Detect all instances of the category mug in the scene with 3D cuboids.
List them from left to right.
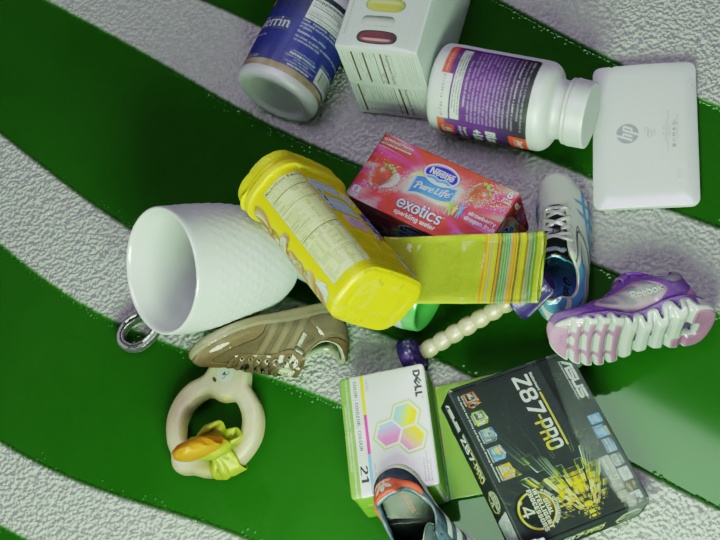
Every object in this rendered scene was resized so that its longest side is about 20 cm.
[{"bbox_3d":[-0.178,0.009,1.713,0.200,0.174,0.148,-53,58,38],"label":"mug"}]

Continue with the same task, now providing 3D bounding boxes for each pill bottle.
[{"bbox_3d":[-0.071,-0.308,1.889,0.115,0.116,0.202,18,70,21],"label":"pill bottle"},{"bbox_3d":[0.191,-0.211,1.777,0.198,0.112,0.112,14,69,20],"label":"pill bottle"}]

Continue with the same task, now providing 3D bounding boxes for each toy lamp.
[{"bbox_3d":[0.135,0.057,1.662,0.199,0.058,0.059,-30,59,21],"label":"toy lamp"}]

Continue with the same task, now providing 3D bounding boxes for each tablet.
[{"bbox_3d":[0.351,-0.167,1.770,0.128,0.014,0.202,-2,64,14],"label":"tablet"}]

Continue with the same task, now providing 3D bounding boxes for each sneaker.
[{"bbox_3d":[-0.103,0.094,1.699,0.198,0.070,0.076,-15,74,-22],"label":"sneaker"},{"bbox_3d":[0.081,0.302,1.540,0.075,0.085,0.200,-43,91,11],"label":"sneaker"},{"bbox_3d":[0.239,-0.032,1.703,0.071,0.073,0.202,-5,63,14],"label":"sneaker"},{"bbox_3d":[0.300,0.046,1.635,0.198,0.081,0.089,-8,51,-13],"label":"sneaker"}]

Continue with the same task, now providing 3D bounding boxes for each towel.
[{"bbox_3d":[0.114,-0.003,1.641,0.198,0.018,0.087,-1,66,23],"label":"towel"}]

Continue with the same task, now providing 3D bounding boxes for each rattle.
[{"bbox_3d":[-0.186,0.137,1.699,0.129,0.143,0.202,-2,69,34],"label":"rattle"}]

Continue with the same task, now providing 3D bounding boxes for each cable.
[{"bbox_3d":[-0.224,0.031,1.823,0.097,0.050,0.201,33,89,8],"label":"cable"}]

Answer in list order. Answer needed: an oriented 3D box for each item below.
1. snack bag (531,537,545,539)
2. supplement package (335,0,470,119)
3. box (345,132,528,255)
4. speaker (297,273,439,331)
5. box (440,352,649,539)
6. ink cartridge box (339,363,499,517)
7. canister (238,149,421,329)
[{"bbox_3d":[0.130,0.397,1.502,0.186,0.021,0.202,-16,93,8],"label":"snack bag"},{"bbox_3d":[0.060,-0.323,1.839,0.110,0.156,0.202,9,67,18],"label":"supplement package"},{"bbox_3d":[0.094,-0.073,1.745,0.199,0.096,0.100,27,73,24],"label":"box"},{"bbox_3d":[0.000,0.000,1.742,0.199,0.089,0.089,25,73,24],"label":"speaker"},{"bbox_3d":[0.202,0.203,1.583,0.160,0.049,0.201,-15,62,-20],"label":"box"},{"bbox_3d":[0.086,0.184,1.636,0.198,0.076,0.149,-12,63,10],"label":"ink cartridge box"},{"bbox_3d":[-0.033,-0.033,1.630,0.087,0.148,0.200,-49,57,15],"label":"canister"}]
